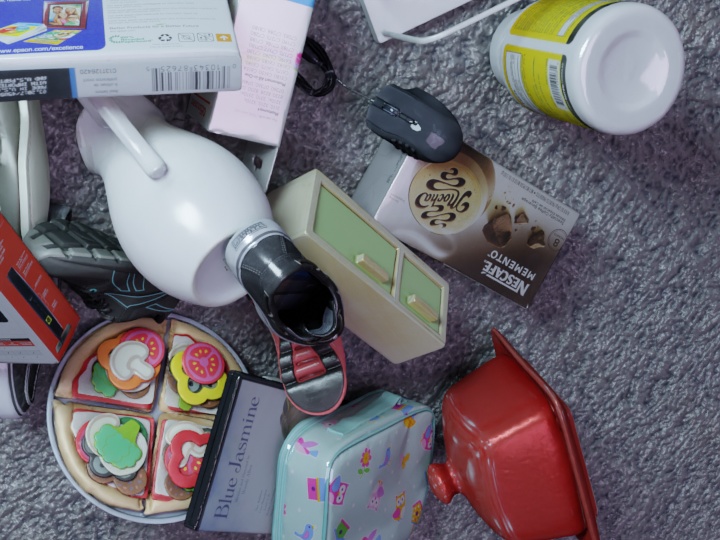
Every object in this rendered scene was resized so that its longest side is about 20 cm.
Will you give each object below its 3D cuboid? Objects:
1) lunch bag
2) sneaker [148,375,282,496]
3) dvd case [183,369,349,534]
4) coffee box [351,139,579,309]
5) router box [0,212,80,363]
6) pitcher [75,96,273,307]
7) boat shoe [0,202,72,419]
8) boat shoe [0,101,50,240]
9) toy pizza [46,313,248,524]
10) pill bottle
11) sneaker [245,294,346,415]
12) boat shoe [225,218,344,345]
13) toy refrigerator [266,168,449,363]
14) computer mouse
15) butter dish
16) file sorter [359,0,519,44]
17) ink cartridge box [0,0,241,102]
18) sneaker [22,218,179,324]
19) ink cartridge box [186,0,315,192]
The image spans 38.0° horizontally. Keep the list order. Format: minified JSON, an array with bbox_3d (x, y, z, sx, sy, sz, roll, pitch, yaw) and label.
[{"bbox_3d":[-0.003,0.207,1.045,0.199,0.077,0.162,-17,113,-54],"label":"lunch bag"},{"bbox_3d":[-0.147,0.166,1.031,0.199,0.081,0.076,-23,78,-29],"label":"sneaker"},{"bbox_3d":[-0.082,0.180,1.001,0.200,0.017,0.144,25,79,-57],"label":"dvd case"},{"bbox_3d":[0.103,-0.059,1.042,0.199,0.080,0.114,28,93,-24],"label":"coffee box"},{"bbox_3d":[-0.351,0.002,0.823,0.198,0.049,0.180,0,140,20],"label":"router box"},{"bbox_3d":[-0.164,-0.075,0.848,0.121,0.200,0.172,-40,150,-5],"label":"pitcher"},{"bbox_3d":[-0.288,0.037,0.937,0.067,0.074,0.201,6,95,-6],"label":"boat shoe"},{"bbox_3d":[-0.299,-0.119,0.876,0.060,0.072,0.204,-4,89,-4],"label":"boat shoe"},{"bbox_3d":[-0.185,0.130,0.963,0.199,0.032,0.202,10,65,-21],"label":"toy pizza"},{"bbox_3d":[0.199,-0.195,0.970,0.111,0.200,0.113,-5,108,-17],"label":"pill bottle"},{"bbox_3d":[-0.061,0.044,1.012,0.073,0.087,0.202,-17,79,5],"label":"sneaker"},{"bbox_3d":[-0.045,0.027,0.851,0.070,0.066,0.200,-39,152,-7],"label":"boat shoe"},{"bbox_3d":[0.000,0.000,0.966,0.070,0.076,0.200,-22,133,34],"label":"toy refrigerator"},{"bbox_3d":[0.006,-0.161,0.954,0.199,0.034,0.059,30,94,7],"label":"computer mouse"},{"bbox_3d":[0.139,0.193,1.070,0.147,0.200,0.201,-21,112,-5],"label":"butter dish"},{"bbox_3d":[0.058,-0.320,0.926,0.138,0.124,0.201,-27,112,-11],"label":"file sorter"},{"bbox_3d":[-0.204,-0.209,0.832,0.196,0.201,0.047,-6,133,-11],"label":"ink cartridge box"},{"bbox_3d":[-0.216,0.009,0.912,0.199,0.075,0.080,11,110,-57],"label":"sneaker"},{"bbox_3d":[-0.100,-0.179,0.916,0.067,0.115,0.202,11,101,-20],"label":"ink cartridge box"}]
